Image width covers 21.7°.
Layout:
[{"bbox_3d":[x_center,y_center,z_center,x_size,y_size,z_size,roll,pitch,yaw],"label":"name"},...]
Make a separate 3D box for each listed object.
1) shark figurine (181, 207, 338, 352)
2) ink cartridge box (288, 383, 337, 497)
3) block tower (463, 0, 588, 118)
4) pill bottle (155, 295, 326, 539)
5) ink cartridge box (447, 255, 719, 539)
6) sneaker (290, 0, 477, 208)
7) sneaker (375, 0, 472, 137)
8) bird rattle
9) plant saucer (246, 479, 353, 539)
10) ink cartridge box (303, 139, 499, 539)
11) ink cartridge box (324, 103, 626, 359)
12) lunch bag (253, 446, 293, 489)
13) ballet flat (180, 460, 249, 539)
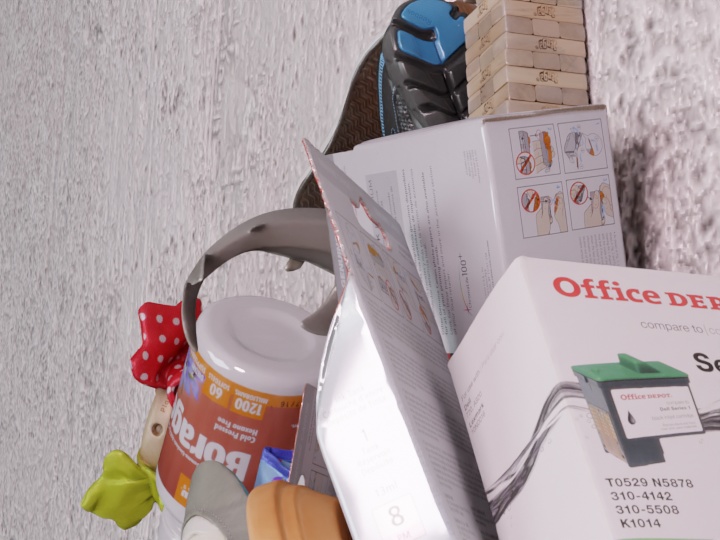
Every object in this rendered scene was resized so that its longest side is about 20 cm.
[{"bbox_3d":[-0.016,-0.015,1.136,0.089,0.213,0.129,-36,51,48],"label":"shark figurine"},{"bbox_3d":[-0.035,0.153,1.084,0.200,0.057,0.164,33,-116,-67],"label":"ink cartridge box"},{"bbox_3d":[0.093,-0.163,1.094,0.054,0.057,0.202,143,126,-62],"label":"block tower"},{"bbox_3d":[-0.091,0.129,1.410,0.112,0.111,0.201,-117,38,-52],"label":"pill bottle"},{"bbox_3d":[0.137,0.096,0.822,0.085,0.145,0.201,119,147,-42],"label":"ink cartridge box"},{"bbox_3d":[0.024,-0.110,1.235,0.200,0.073,0.085,-50,0,30],"label":"sneaker"},{"bbox_3d":[0.058,-0.059,1.127,0.082,0.073,0.202,137,122,-70],"label":"sneaker"},{"bbox_3d":[-0.154,0.117,1.549,0.163,0.112,0.202,-18,-64,-76],"label":"bird rattle"},{"bbox_3d":[0.008,0.183,0.858,0.201,0.037,0.200,63,-176,-8],"label":"plant saucer"},{"bbox_3d":[0.013,0.057,0.882,0.201,0.057,0.163,65,-171,19],"label":"ink cartridge box"},{"bbox_3d":[0.063,0.021,1.019,0.175,0.083,0.202,-3,95,60],"label":"ink cartridge box"},{"bbox_3d":[0.000,0.224,1.223,0.200,0.093,0.152,35,115,54],"label":"lunch bag"},{"bbox_3d":[-0.085,0.217,1.221,0.067,0.063,0.201,-39,64,41],"label":"ballet flat"}]
